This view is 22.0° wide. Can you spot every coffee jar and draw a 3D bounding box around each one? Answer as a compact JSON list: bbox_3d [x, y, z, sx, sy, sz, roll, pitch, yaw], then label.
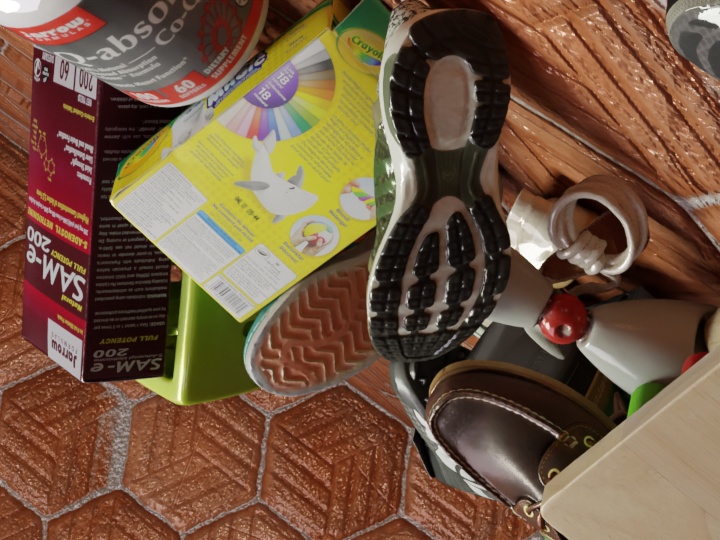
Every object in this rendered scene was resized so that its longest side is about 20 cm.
[{"bbox_3d":[0.133,0.115,1.138,0.085,0.105,0.200,7,145,49],"label":"coffee jar"}]

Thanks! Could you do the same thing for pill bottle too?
[{"bbox_3d":[-0.145,-0.170,0.981,0.115,0.117,0.199,32,-176,34],"label":"pill bottle"}]

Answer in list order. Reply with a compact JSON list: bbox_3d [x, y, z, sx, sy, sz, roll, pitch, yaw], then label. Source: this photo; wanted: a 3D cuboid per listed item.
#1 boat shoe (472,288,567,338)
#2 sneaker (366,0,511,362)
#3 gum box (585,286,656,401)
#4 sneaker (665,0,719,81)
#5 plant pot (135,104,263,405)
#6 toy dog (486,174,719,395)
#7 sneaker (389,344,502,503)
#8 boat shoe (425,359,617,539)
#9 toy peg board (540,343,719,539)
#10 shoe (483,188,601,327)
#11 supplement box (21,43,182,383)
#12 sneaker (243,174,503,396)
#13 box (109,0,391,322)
[{"bbox_3d":[0.109,0.026,1.294,0.199,0.075,0.062,35,168,-26],"label":"boat shoe"},{"bbox_3d":[0.035,-0.049,0.956,0.076,0.202,0.089,-1,-153,-13],"label":"sneaker"},{"bbox_3d":[0.171,0.099,1.232,0.169,0.045,0.199,38,147,-19],"label":"gum box"},{"bbox_3d":[0.171,-0.032,0.593,0.199,0.088,0.074,35,172,21],"label":"sneaker"},{"bbox_3d":[-0.081,-0.036,1.251,0.180,0.201,0.199,-3,-163,-32],"label":"plant pot"},{"bbox_3d":[0.148,0.021,1.022,0.200,0.132,0.097,44,-150,-15],"label":"toy dog"},{"bbox_3d":[0.063,0.103,1.195,0.090,0.067,0.200,2,152,40],"label":"sneaker"},{"bbox_3d":[0.124,0.120,1.022,0.199,0.071,0.071,28,-146,-4],"label":"boat shoe"},{"bbox_3d":[0.231,0.098,0.928,0.199,0.199,0.098,38,-145,-11],"label":"toy peg board"},{"bbox_3d":[0.094,-0.011,1.144,0.053,0.071,0.200,24,164,-6],"label":"shoe"},{"bbox_3d":[-0.163,-0.042,1.158,0.060,0.202,0.109,-4,-164,-31],"label":"supplement box"},{"bbox_3d":[0.000,0.000,1.147,0.072,0.200,0.080,54,164,-20],"label":"sneaker"},{"bbox_3d":[-0.034,-0.069,1.061,0.117,0.199,0.049,44,-153,-26],"label":"box"}]
